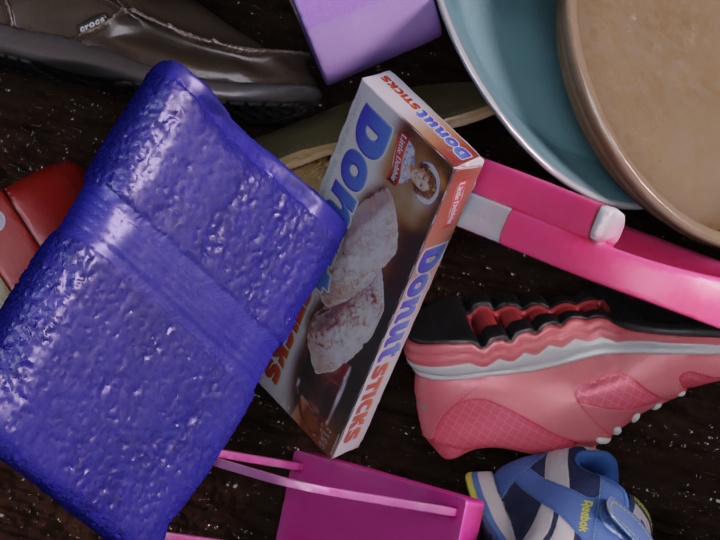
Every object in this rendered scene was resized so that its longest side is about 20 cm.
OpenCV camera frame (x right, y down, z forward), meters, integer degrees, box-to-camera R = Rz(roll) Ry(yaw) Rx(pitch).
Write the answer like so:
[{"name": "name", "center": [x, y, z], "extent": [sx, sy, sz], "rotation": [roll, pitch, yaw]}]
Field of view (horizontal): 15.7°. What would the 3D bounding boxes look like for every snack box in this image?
[{"name": "snack box", "center": [0.000, 0.000, 1.303], "extent": [0.072, 0.024, 0.201], "rotation": [45, 133, 27]}]

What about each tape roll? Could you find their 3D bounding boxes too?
[{"name": "tape roll", "center": [-0.027, -0.196, 1.290], "extent": [0.065, 0.200, 0.201], "rotation": [-22, 89, 0]}]

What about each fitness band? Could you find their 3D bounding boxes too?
[{"name": "fitness band", "center": [0.121, -0.013, 1.285], "extent": [0.200, 0.143, 0.038], "rotation": [26, 95, 46]}]

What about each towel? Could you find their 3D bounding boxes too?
[{"name": "towel", "center": [-0.102, 0.019, 1.221], "extent": [0.148, 0.049, 0.201], "rotation": [44, 69, -39]}]

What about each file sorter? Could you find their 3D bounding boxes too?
[{"name": "file sorter", "center": [-0.048, 0.192, 1.290], "extent": [0.125, 0.139, 0.201], "rotation": [13, 89, -41]}]

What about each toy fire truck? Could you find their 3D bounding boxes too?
[{"name": "toy fire truck", "center": [-0.133, 0.002, 1.310], "extent": [0.200, 0.176, 0.129], "rotation": [-34, 87, -15]}]

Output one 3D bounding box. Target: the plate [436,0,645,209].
[{"name": "plate", "center": [0.099, -0.118, 1.314], "extent": [0.026, 0.200, 0.201], "rotation": [-31, 88, 38]}]

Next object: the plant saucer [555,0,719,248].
[{"name": "plant saucer", "center": [0.169, -0.102, 1.319], "extent": [0.199, 0.029, 0.201], "rotation": [16, 64, -36]}]

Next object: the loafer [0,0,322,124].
[{"name": "loafer", "center": [-0.113, -0.126, 1.348], "extent": [0.199, 0.073, 0.071], "rotation": [14, 86, 7]}]

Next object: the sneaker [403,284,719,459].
[{"name": "sneaker", "center": [0.121, 0.056, 1.360], "extent": [0.199, 0.074, 0.087], "rotation": [-3, 114, -3]}]

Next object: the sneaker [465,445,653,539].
[{"name": "sneaker", "center": [0.110, 0.145, 1.267], "extent": [0.082, 0.200, 0.074], "rotation": [-19, 120, -3]}]

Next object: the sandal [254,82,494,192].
[{"name": "sandal", "center": [-0.021, -0.044, 1.362], "extent": [0.210, 0.078, 0.070], "rotation": [-11, 109, 6]}]
